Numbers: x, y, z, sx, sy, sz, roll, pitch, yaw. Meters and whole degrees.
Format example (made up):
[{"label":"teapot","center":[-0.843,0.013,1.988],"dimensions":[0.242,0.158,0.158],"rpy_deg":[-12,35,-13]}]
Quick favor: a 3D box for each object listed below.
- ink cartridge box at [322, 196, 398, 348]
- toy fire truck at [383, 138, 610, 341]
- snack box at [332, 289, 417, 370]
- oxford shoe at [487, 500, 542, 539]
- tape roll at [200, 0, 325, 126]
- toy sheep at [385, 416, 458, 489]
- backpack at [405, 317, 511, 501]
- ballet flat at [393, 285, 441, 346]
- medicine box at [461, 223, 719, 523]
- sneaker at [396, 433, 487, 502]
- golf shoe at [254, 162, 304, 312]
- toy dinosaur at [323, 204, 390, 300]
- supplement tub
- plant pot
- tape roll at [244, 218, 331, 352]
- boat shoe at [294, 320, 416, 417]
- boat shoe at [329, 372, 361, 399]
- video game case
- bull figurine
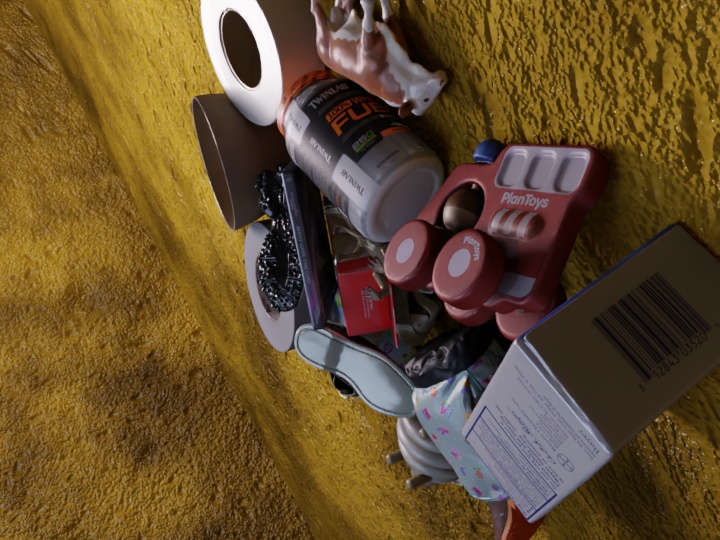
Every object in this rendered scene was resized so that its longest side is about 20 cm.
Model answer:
[{"label":"ink cartridge box","center":[0.000,0.000,1.003],"dimensions":[0.202,0.066,0.118],"rpy_deg":[-103,3,-47]},{"label":"toy fire truck","center":[0.121,-0.038,0.687],"dimensions":[0.111,0.170,0.199],"rpy_deg":[28,175,-31]},{"label":"snack box","center":[0.004,0.088,1.183],"dimensions":[0.202,0.067,0.168],"rpy_deg":[60,160,-21]},{"label":"oxford shoe","center":[0.209,0.320,1.053],"dimensions":[0.073,0.070,0.203],"rpy_deg":[42,142,44]},{"label":"tape roll","center":[-0.131,-0.300,0.991],"dimensions":[0.202,0.070,0.205],"rpy_deg":[41,146,36]},{"label":"toy sheep","center":[0.110,0.224,1.056],"dimensions":[0.138,0.136,0.203],"rpy_deg":[43,132,37]},{"label":"backpack","center":[0.148,0.171,0.915],"dimensions":[0.202,0.126,0.167],"rpy_deg":[57,156,0]},{"label":"ballet flat","center":[0.075,0.031,0.990],"dimensions":[0.062,0.067,0.203],"rpy_deg":[25,141,40]},{"label":"medicine box","center":[0.196,0.091,0.620],"dimensions":[0.103,0.180,0.201],"rpy_deg":[50,157,21]},{"label":"sneaker","center":[0.130,0.295,1.149],"dimensions":[0.199,0.098,0.079],"rpy_deg":[36,149,46]},{"label":"golf shoe","center":[-0.091,-0.042,1.035],"dimensions":[0.094,0.076,0.205],"rpy_deg":[21,-115,-64]},{"label":"toy dinosaur","center":[0.034,-0.016,0.883],"dimensions":[0.199,0.101,0.058],"rpy_deg":[39,133,0]},{"label":"supplement tub","center":[-0.006,-0.138,0.874],"dimensions":[0.200,0.121,0.124],"rpy_deg":[47,155,29]},{"label":"plant pot","center":[-0.161,-0.178,1.137],"dimensions":[0.200,0.132,0.204],"rpy_deg":[161,90,-74]},{"label":"tape roll","center":[-0.114,0.019,1.161],"dimensions":[0.200,0.065,0.204],"rpy_deg":[39,135,51]},{"label":"boat shoe","center":[0.005,0.125,1.015],"dimensions":[0.198,0.060,0.077],"rpy_deg":[34,110,17]},{"label":"boat shoe","center":[-0.019,0.157,1.152],"dimensions":[0.072,0.060,0.203],"rpy_deg":[39,164,22]},{"label":"video game case","center":[-0.063,-0.045,0.980],"dimensions":[0.143,0.019,0.204],"rpy_deg":[-74,-24,-70]},{"label":"bull figurine","center":[0.010,-0.238,0.791],"dimensions":[0.199,0.064,0.123],"rpy_deg":[34,143,45]}]
